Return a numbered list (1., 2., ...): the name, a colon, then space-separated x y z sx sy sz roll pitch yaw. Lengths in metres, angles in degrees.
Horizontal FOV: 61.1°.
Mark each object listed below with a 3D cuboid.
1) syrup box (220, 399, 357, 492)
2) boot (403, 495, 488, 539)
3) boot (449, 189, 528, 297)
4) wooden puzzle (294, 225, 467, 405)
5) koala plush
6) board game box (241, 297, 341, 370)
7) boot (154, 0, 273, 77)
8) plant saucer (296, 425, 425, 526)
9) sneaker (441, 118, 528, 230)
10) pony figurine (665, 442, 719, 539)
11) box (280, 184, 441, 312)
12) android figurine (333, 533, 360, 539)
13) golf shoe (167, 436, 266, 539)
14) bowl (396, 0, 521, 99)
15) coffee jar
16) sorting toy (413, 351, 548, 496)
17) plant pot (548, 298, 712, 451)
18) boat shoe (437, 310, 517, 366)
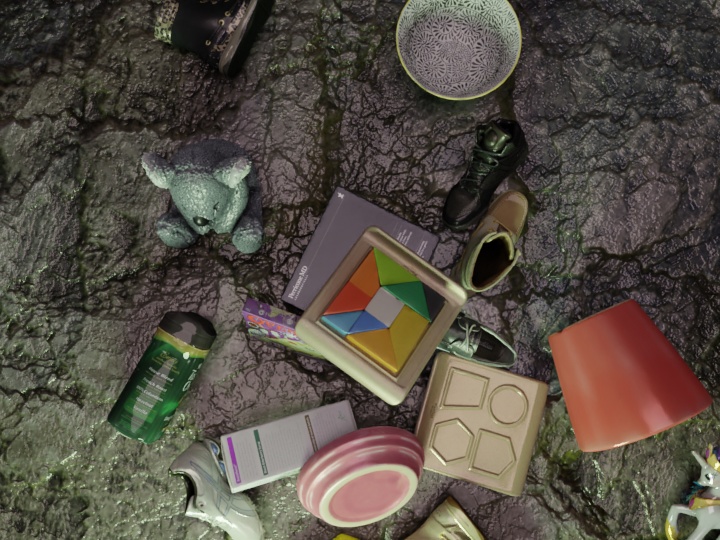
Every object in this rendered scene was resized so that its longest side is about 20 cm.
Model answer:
1. syrup box: -0.107 0.265 0.922 0.198 0.079 0.082 -12 69 -16
2. boot: 0.145 0.476 0.940 0.155 0.073 0.201 -37 85 -4
3. boot: 0.214 -0.048 0.947 0.072 0.155 0.201 33 85 2
4. wooden puzzle: 0.033 0.059 0.873 0.184 0.037 0.201 35 75 4
5. koala plush: -0.237 -0.132 0.927 0.175 0.200 0.186 3 84 0
6. board game box: -0.081 0.106 0.940 0.198 0.120 0.033 19 61 6
7. boot: -0.239 -0.443 1.020 0.153 0.073 0.205 24 85 4
8. plant saucer: 0.006 0.314 0.902 0.199 0.202 0.051 -22 41 -3
9. sneaker: 0.191 -0.162 0.973 0.076 0.114 0.200 38 85 31
10. pony figurine: 0.571 0.379 0.928 0.191 0.166 0.202 18 100 9
11. box: 0.000 0.000 0.966 0.181 0.104 0.201 27 85 0
12. android figurine: -0.040 0.505 0.953 0.198 0.041 0.184 22 85 0
13. golf shoe: -0.221 0.360 0.927 0.078 0.097 0.201 -42 78 40
14. bowl: 0.154 -0.362 1.006 0.198 0.094 0.203 0 84 -1
15. coffee jar: -0.302 0.158 0.949 0.085 0.104 0.201 28 86 -1
16. sorting toy: 0.189 0.245 0.984 0.198 0.036 0.187 17 85 -4
17. plant pot: 0.387 0.152 0.923 0.199 0.201 0.179 -23 77 -3
18. boat shoe: 0.162 0.097 0.936 0.198 0.071 0.073 19 87 -27
